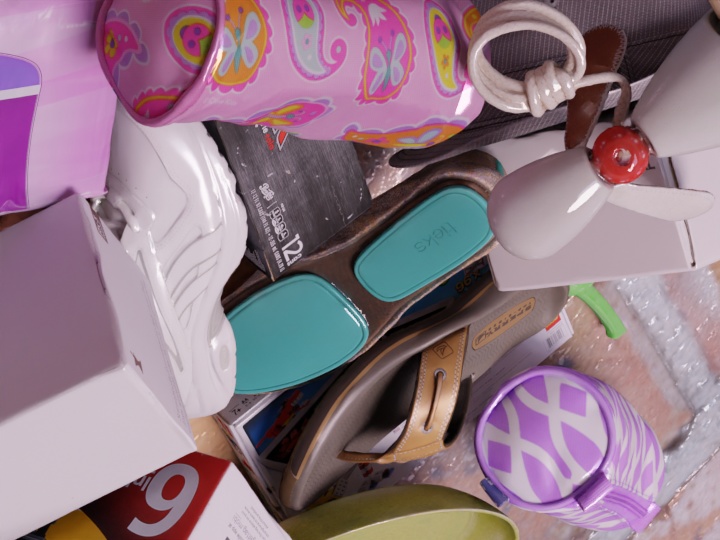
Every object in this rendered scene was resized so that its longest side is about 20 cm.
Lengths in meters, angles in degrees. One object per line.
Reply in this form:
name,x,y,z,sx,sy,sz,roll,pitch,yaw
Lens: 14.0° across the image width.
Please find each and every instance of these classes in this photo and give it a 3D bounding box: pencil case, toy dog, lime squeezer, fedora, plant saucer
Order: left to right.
pencil case,-0.029,-0.102,1.322,0.199,0.087,0.088,3,116,-47
plant saucer,-0.010,0.167,1.613,0.199,0.031,0.200,-17,155,-8
fedora,0.097,-0.124,1.488,0.199,0.177,0.091,-16,97,6
pencil case,0.123,0.103,1.650,0.084,0.085,0.200,-51,165,4
lime squeezer,0.130,-0.029,1.648,0.070,0.038,0.201,-22,129,-26
toy dog,0.150,-0.084,1.378,0.199,0.096,0.133,-12,104,8

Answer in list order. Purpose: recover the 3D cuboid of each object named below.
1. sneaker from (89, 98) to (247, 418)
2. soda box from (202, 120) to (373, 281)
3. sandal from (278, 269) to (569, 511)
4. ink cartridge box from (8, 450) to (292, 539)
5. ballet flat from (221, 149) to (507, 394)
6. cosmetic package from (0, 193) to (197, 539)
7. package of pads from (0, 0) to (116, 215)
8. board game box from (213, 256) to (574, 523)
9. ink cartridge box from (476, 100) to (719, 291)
sneaker,-0.111,0.003,1.406,0.099,0.078,0.201,-24,131,-29
soda box,-0.059,-0.095,1.413,0.071,0.063,0.201,-37,137,-18
sandal,0.041,0.065,1.553,0.199,0.055,0.082,-33,153,-22
ink cartridge box,-0.160,0.158,1.360,0.176,0.199,0.084,-61,143,-23
ballet flat,0.000,0.000,1.513,0.199,0.067,0.068,-29,111,25
cosmetic package,-0.185,0.065,1.327,0.199,0.113,0.081,-24,139,7
package of pads,-0.198,-0.078,1.290,0.199,0.076,0.121,-13,125,-35
board game box,0.019,0.052,1.603,0.200,0.035,0.127,-39,137,-11
ink cartridge box,0.172,-0.059,1.536,0.199,0.144,0.085,-22,100,-42
